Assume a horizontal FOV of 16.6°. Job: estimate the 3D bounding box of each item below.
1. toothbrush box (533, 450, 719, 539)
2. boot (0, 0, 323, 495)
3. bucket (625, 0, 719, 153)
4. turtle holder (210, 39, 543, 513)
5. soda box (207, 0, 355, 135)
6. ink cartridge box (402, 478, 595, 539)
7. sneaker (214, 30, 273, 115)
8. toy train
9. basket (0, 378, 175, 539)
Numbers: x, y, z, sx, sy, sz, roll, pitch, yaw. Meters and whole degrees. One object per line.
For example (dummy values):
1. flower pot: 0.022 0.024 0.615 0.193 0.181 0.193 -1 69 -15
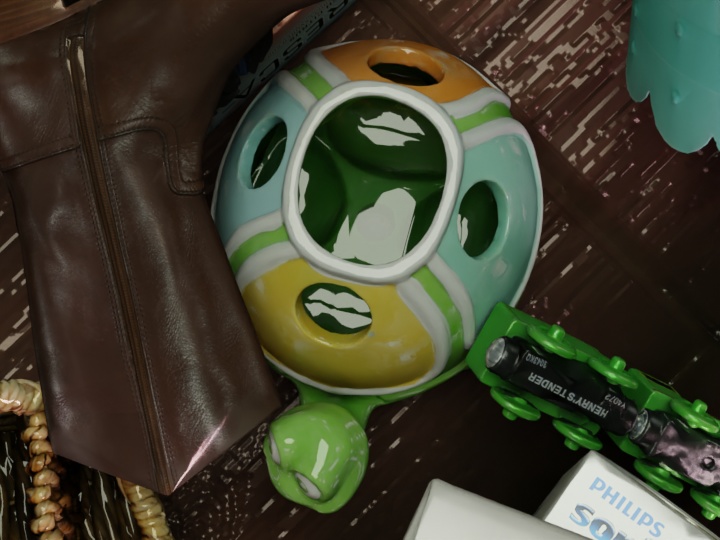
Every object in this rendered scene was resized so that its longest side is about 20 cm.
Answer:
1. toothbrush box: 0.061 0.177 0.971 0.085 0.146 0.200 35 82 6
2. boot: -0.052 -0.022 0.927 0.186 0.064 0.201 -10 96 23
3. bucket: 0.204 -0.136 0.974 0.207 0.207 0.135 -5 125 1
4. turtle holder: -0.006 -0.010 1.008 0.141 0.132 0.186 41 84 6
5. soda box: -0.048 -0.126 1.062 0.200 0.064 0.068 -42 82 -6
6. ink cartridge box: 0.097 0.146 0.827 0.200 0.147 0.083 22 81 3
7. sneaker: -0.066 -0.139 1.005 0.078 0.075 0.200 24 79 21
8. toy train: 0.130 0.069 0.999 0.200 0.056 0.042 27 99 -21
9. basket: -0.141 0.145 0.979 0.142 0.149 0.201 -4 80 1
